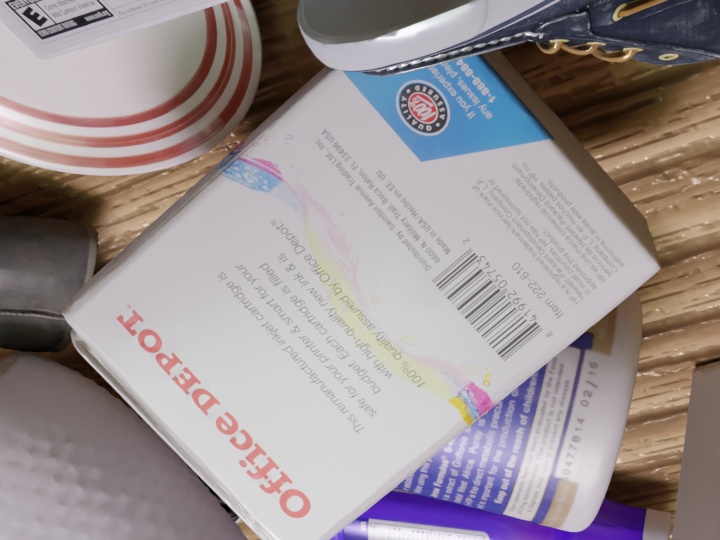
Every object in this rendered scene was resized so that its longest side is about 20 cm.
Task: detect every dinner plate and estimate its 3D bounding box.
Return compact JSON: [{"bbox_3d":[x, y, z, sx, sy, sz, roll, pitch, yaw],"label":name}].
[{"bbox_3d":[-0.138,-0.116,0.816,0.199,0.024,0.201,10,142,8],"label":"dinner plate"}]

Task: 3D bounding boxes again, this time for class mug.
[{"bbox_3d":[-0.159,0.135,0.982,0.176,0.147,0.200,53,172,-11],"label":"mug"}]

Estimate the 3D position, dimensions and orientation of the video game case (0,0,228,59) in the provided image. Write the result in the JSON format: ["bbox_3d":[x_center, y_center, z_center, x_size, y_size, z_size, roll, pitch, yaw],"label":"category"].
[{"bbox_3d":[-0.118,-0.162,0.683,0.199,0.022,0.182,-8,136,46],"label":"video game case"}]

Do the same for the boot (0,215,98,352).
[{"bbox_3d":[-0.225,-0.016,0.890,0.199,0.073,0.182,11,153,-15],"label":"boot"}]

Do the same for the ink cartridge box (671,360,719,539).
[{"bbox_3d":[0.264,0.141,0.904,0.144,0.148,0.200,-20,131,36],"label":"ink cartridge box"}]

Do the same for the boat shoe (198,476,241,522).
[{"bbox_3d":[-0.086,0.105,1.039,0.070,0.064,0.200,15,142,-1],"label":"boat shoe"}]

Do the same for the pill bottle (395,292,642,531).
[{"bbox_3d":[0.024,0.044,0.884,0.199,0.120,0.120,13,142,1],"label":"pill bottle"}]

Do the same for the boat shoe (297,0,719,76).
[{"bbox_3d":[0.082,-0.103,0.680,0.199,0.071,0.091,-24,135,5],"label":"boat shoe"}]

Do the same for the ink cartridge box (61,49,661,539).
[{"bbox_3d":[0.000,0.000,0.769,0.200,0.085,0.145,-40,99,12],"label":"ink cartridge box"}]

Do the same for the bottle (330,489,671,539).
[{"bbox_3d":[0.071,0.145,1.037,0.199,0.066,0.084,5,142,11],"label":"bottle"}]
